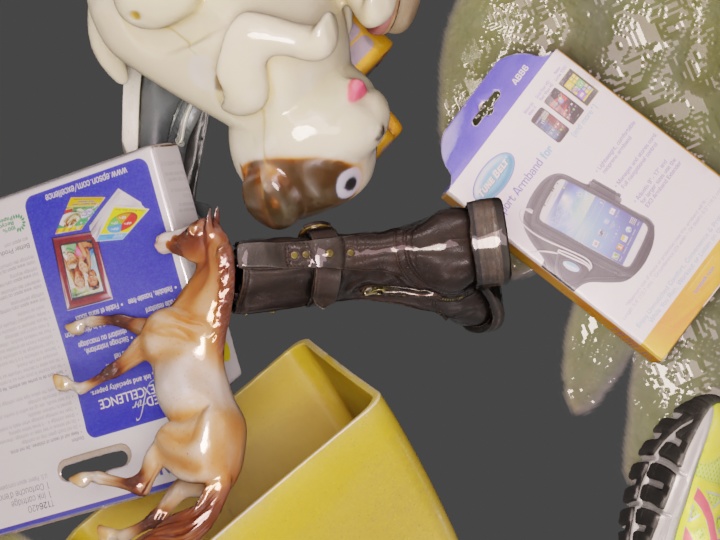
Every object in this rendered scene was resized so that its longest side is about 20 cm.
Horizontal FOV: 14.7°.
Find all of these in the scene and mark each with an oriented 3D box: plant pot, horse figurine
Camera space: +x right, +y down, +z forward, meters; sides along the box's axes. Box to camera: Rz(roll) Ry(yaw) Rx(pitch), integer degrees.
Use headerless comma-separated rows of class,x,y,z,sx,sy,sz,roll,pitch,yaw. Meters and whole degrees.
plant pot,-0.035,0.185,1.688,0.200,0.200,0.177,-40,106,-6
horse figurine,-0.113,0.079,1.609,0.132,0.050,0.201,-20,67,25

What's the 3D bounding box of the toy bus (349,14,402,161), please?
toy bus,-0.049,-0.153,1.763,0.200,0.065,0.078,43,83,-1

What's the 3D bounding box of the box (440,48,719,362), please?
box,0.147,-0.048,1.786,0.200,0.041,0.119,38,85,1

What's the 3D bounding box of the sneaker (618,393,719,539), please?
sneaker,0.212,0.179,1.766,0.090,0.078,0.201,13,91,-12

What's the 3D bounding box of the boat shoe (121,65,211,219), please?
boat shoe,-0.117,-0.034,1.747,0.061,0.073,0.201,-1,82,-1

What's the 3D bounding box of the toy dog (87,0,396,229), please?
toy dog,-0.067,-0.121,1.659,0.194,0.140,0.200,-37,93,30

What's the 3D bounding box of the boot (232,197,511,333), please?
boot,0.000,0.000,1.695,0.173,0.200,0.070,-7,75,-2

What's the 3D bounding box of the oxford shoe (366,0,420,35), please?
oxford shoe,0.052,-0.231,1.755,0.075,0.070,0.201,21,68,-16

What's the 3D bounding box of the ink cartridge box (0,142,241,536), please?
ink cartridge box,-0.171,0.045,1.701,0.197,0.047,0.201,-17,88,28
